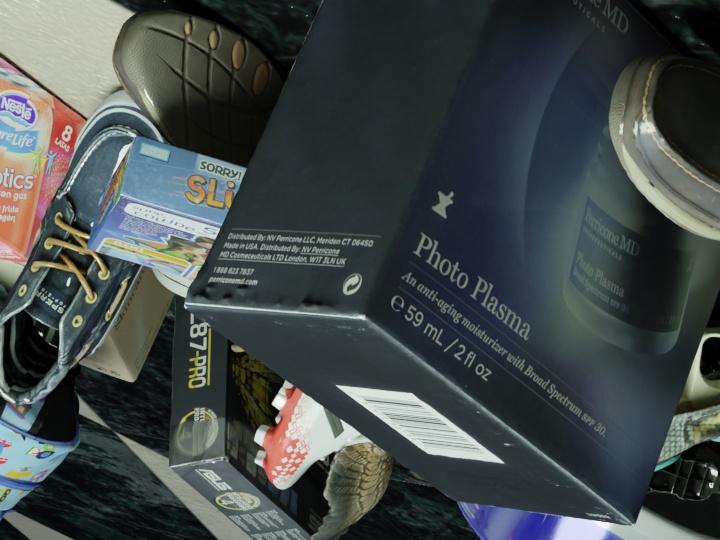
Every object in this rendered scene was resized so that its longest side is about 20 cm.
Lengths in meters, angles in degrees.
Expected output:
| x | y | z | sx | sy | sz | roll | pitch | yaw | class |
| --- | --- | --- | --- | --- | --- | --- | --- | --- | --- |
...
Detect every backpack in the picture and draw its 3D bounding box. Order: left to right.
| x | y | z | sx | sy | sz | roll | pitch | yaw | class |
| --- | --- | --- | --- | --- | --- | --- | --- | --- | --- |
| -0.271 | 0.090 | 1.520 | 0.182 | 0.135 | 0.200 | 34 | -175 | -15 | backpack |

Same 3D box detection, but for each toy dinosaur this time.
| x | y | z | sx | sy | sz | roll | pitch | yaw | class |
| --- | --- | --- | --- | --- | --- | --- | --- | --- | --- |
| 0.191 | 0.074 | 1.386 | 0.198 | 0.103 | 0.136 | 10 | -174 | -6 | toy dinosaur |

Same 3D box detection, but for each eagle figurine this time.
| x | y | z | sx | sy | sz | roll | pitch | yaw | class |
| --- | --- | --- | --- | --- | --- | --- | --- | --- | --- |
| 0.028 | 0.107 | 1.568 | 0.151 | 0.151 | 0.201 | 15 | 139 | 41 | eagle figurine |

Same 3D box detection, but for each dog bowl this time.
| x | y | z | sx | sy | sz | roll | pitch | yaw | class |
| --- | --- | --- | --- | --- | --- | --- | --- | --- | --- |
| 0.157 | 0.138 | 1.425 | 0.199 | 0.079 | 0.200 | 25 | -160 | -10 | dog bowl |

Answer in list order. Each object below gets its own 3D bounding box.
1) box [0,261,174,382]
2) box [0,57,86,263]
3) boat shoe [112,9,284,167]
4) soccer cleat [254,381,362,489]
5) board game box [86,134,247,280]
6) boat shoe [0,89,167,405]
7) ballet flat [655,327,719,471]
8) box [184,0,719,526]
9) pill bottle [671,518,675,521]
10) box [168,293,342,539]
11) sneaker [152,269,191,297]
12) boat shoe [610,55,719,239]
| x | y | z | sx | sy | sz | roll | pitch | yaw | class |
| --- | --- | --- | --- | --- | --- | --- | --- | --- | --- |
| -0.185 | -0.006 | 1.591 | 0.077 | 0.096 | 0.200 | 20 | 164 | 11 | box |
| -0.280 | -0.075 | 1.498 | 0.199 | 0.103 | 0.095 | 4 | 155 | 45 | box |
| -0.071 | -0.072 | 1.280 | 0.073 | 0.075 | 0.200 | 5 | 154 | 45 | boat shoe |
| -0.003 | 0.073 | 1.409 | 0.085 | 0.069 | 0.201 | 27 | 132 | 2 | soccer cleat |
| -0.039 | -0.013 | 1.256 | 0.199 | 0.035 | 0.135 | 16 | 165 | -11 | board game box |
| -0.164 | -0.008 | 1.407 | 0.070 | 0.091 | 0.201 | 27 | 126 | 5 | boat shoe |
| 0.174 | 0.069 | 1.280 | 0.199 | 0.073 | 0.072 | -13 | 162 | -5 | ballet flat |
| 0.059 | -0.023 | 1.044 | 0.123 | 0.200 | 0.200 | 2 | 153 | 46 | box |
| 0.190 | 0.183 | 1.626 | 0.115 | 0.116 | 0.199 | 34 | 161 | -30 | pill bottle |
| -0.069 | 0.098 | 1.630 | 0.049 | 0.162 | 0.200 | -9 | 149 | 20 | box |
| -0.067 | -0.007 | 1.461 | 0.199 | 0.076 | 0.115 | 18 | 164 | 26 | sneaker |
| 0.196 | -0.044 | 1.016 | 0.199 | 0.075 | 0.073 | 23 | 157 | -30 | boat shoe |
